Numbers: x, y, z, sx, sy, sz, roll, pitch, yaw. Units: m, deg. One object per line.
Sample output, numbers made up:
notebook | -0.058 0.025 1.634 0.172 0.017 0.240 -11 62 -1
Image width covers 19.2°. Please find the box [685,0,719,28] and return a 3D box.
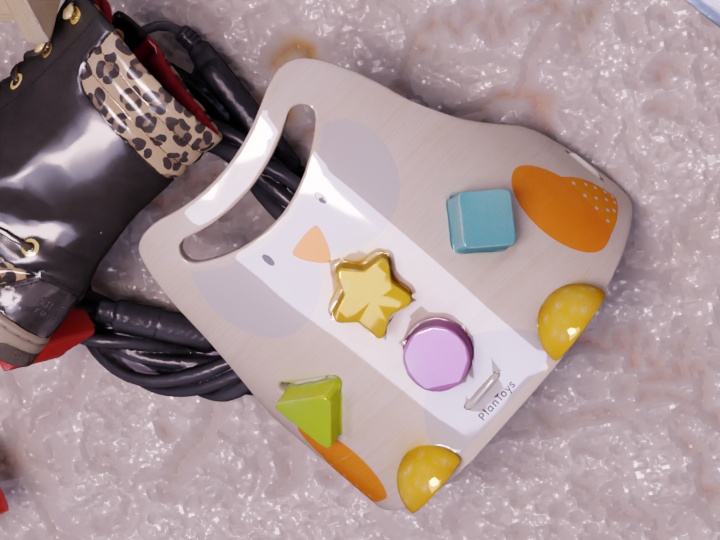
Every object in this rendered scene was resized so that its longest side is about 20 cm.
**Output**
box | 0.255 -0.125 0.956 0.200 0.040 0.137 39 110 3

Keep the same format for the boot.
boot | -0.171 -0.074 0.982 0.151 0.073 0.200 -43 76 10

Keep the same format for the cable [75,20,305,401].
cable | -0.093 -0.012 1.065 0.163 0.051 0.200 -37 93 19

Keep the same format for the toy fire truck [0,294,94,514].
toy fire truck | -0.208 0.021 1.074 0.141 0.049 0.201 -31 81 30

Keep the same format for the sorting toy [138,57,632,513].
sorting toy | 0.000 0.000 0.990 0.180 0.107 0.200 38 104 -11

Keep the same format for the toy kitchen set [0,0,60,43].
toy kitchen set | -0.138 -0.229 0.914 0.162 0.201 0.181 -2 145 14
